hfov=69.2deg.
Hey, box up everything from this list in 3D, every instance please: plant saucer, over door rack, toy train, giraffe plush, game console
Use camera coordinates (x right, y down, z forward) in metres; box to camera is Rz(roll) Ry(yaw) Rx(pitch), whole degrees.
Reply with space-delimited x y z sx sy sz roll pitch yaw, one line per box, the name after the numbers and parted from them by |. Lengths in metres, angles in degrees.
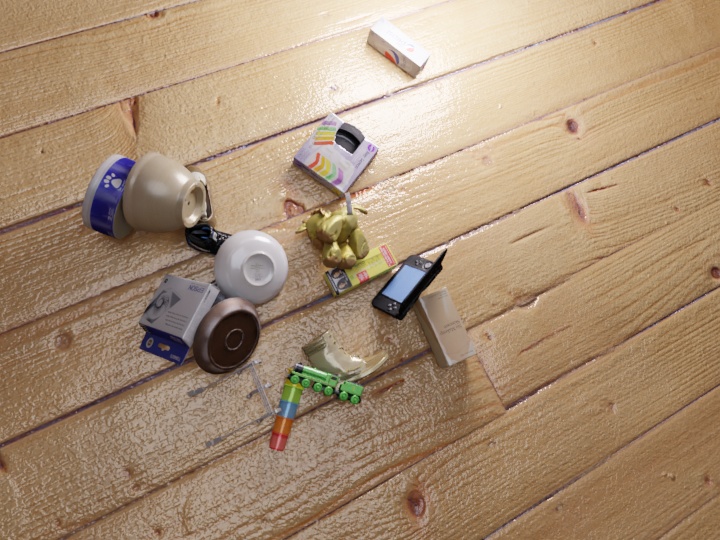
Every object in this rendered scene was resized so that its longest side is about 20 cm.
-0.319 0.167 1.290 0.032 0.200 0.200 19 67 37 | plant saucer
-0.312 0.328 1.309 0.200 0.067 0.148 -25 77 -2 | over door rack
-0.086 0.283 1.312 0.199 0.042 0.057 21 78 -8 | toy train
-0.087 -0.106 1.419 0.172 0.162 0.201 2 91 -47 | giraffe plush
0.127 0.020 1.401 0.176 0.117 0.200 24 65 43 | game console

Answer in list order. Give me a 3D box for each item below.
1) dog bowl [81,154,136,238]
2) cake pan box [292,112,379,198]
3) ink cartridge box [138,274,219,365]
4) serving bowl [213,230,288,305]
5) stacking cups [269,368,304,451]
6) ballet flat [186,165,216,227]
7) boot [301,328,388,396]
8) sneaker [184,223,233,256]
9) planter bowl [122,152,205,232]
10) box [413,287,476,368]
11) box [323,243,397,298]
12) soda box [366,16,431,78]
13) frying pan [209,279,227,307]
-0.607 -0.184 1.313 0.079 0.200 0.201 22 73 -6 | dog bowl
-0.069 -0.341 1.535 0.184 0.052 0.200 38 72 -2 | cake pan box
-0.461 0.114 1.283 0.199 0.041 0.201 8 68 37 | ink cartridge box
-0.274 -0.004 1.358 0.200 0.066 0.201 -3 96 -30 | serving bowl
-0.187 0.355 1.334 0.060 0.061 0.201 17 78 -6 | stacking cups
-0.438 -0.207 1.417 0.068 0.072 0.201 -12 78 -13 | ballet flat
-0.040 0.219 1.381 0.200 0.073 0.156 -27 86 -10 | boot
-0.364 -0.072 1.375 0.199 0.112 0.073 10 75 -8 | sneaker
-0.475 -0.180 1.308 0.134 0.200 0.201 17 73 7 | planter bowl
0.230 0.159 1.446 0.095 0.078 0.200 -22 81 -15 | box
0.000 0.000 1.458 0.200 0.050 0.075 -25 80 -16 | box
0.120 -0.708 1.658 0.200 0.063 0.068 37 71 0 | soda box
-0.334 0.062 1.393 0.190 0.031 0.115 -23 82 -13 | frying pan
